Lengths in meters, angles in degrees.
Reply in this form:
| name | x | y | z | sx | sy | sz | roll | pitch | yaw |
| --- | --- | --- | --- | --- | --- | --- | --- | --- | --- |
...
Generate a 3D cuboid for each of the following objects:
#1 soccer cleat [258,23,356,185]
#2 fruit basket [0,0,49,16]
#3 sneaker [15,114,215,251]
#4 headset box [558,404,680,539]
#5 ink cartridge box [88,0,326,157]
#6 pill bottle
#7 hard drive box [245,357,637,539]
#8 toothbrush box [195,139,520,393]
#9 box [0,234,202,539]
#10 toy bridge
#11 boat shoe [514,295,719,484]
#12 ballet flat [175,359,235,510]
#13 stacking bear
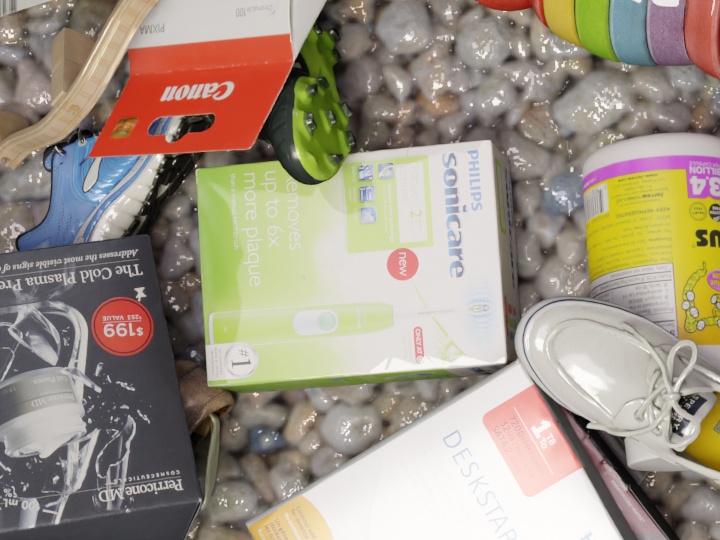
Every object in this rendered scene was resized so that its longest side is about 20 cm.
| name | x | y | z | sx | sy | sz | roll | pitch | yaw |
| --- | --- | --- | --- | --- | --- | --- | --- | --- | --- |
| soccer cleat | -0.051 | -0.106 | 1.553 | 0.081 | 0.200 | 0.068 | -28 | 120 | 15 |
| fruit basket | -0.188 | -0.273 | 1.616 | 0.199 | 0.094 | 0.186 | -14 | 73 | 17 |
| sneaker | -0.168 | -0.077 | 1.616 | 0.089 | 0.079 | 0.200 | 34 | 93 | 11 |
| headset box | 0.098 | 0.164 | 1.536 | 0.200 | 0.075 | 0.149 | -40 | 78 | 6 |
| ink cartridge box | -0.094 | -0.169 | 1.547 | 0.162 | 0.057 | 0.200 | -1 | 50 | 44 |
| pill bottle | 0.197 | 0.022 | 1.503 | 0.104 | 0.104 | 0.201 | -6 | 77 | 12 |
| hard drive box | 0.056 | 0.171 | 1.467 | 0.200 | 0.077 | 0.156 | -32 | 79 | 7 |
| toothbrush box | 0.000 | 0.000 | 1.568 | 0.199 | 0.086 | 0.146 | -4 | 83 | 10 |
| box | -0.216 | 0.090 | 1.505 | 0.199 | 0.104 | 0.183 | -8 | 70 | -15 |
| toy bridge | -0.190 | -0.130 | 1.587 | 0.200 | 0.027 | 0.067 | -43 | 36 | 37 |
| boat shoe | 0.184 | 0.081 | 1.399 | 0.202 | 0.086 | 0.075 | 33 | 89 | -6 |
| ballet flat | -0.140 | 0.159 | 1.595 | 0.067 | 0.068 | 0.201 | 24 | 92 | 8 |
| stacking bear | 0.155 | -0.194 | 1.541 | 0.199 | 0.122 | 0.114 | 14 | 55 | 25 |
